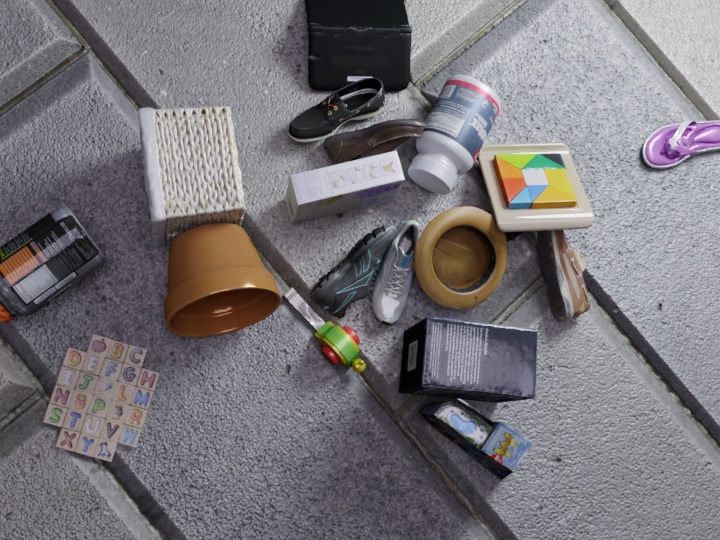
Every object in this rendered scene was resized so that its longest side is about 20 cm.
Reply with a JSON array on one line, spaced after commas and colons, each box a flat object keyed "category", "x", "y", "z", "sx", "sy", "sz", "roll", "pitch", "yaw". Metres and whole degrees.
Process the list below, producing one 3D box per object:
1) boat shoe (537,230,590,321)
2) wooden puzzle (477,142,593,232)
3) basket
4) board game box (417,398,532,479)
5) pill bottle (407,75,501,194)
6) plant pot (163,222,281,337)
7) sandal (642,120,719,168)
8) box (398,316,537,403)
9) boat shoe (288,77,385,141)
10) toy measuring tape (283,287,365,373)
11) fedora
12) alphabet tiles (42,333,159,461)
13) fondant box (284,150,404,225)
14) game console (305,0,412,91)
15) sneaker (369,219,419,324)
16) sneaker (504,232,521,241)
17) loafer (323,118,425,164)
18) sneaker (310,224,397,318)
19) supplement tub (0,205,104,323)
[{"category": "boat shoe", "x": 0.387, "y": -0.008, "z": 1.634, "sx": 0.071, "sy": 0.076, "sz": 0.203, "roll": -11, "pitch": 91, "yaw": -14}, {"category": "wooden puzzle", "x": 0.324, "y": -0.162, "z": 1.599, "sx": 0.182, "sy": 0.037, "sz": 0.202, "roll": -2, "pitch": 54, "yaw": -7}, {"category": "basket", "x": -0.296, "y": -0.164, "z": 1.494, "sx": 0.159, "sy": 0.198, "sz": 0.203, "roll": -9, "pitch": 80, "yaw": -14}, {"category": "board game box", "x": 0.210, "y": 0.285, "z": 1.485, "sx": 0.199, "sy": 0.200, "sz": 0.062, "roll": 38, "pitch": 78, "yaw": -1}, {"category": "pill bottle", "x": 0.172, "y": -0.250, "z": 1.616, "sx": 0.119, "sy": 0.120, "sz": 0.202, "roll": 28, "pitch": 78, "yaw": -3}, {"category": "plant pot", "x": -0.247, "y": 0.011, "z": 1.476, "sx": 0.198, "sy": 0.200, "sz": 0.142, "roll": -13, "pitch": 70, "yaw": -11}, {"category": "sandal", "x": 0.657, "y": -0.265, "z": 1.727, "sx": 0.200, "sy": 0.050, "sz": 0.083, "roll": -19, "pitch": 83, "yaw": -11}, {"category": "box", "x": 0.184, "y": 0.160, "z": 1.505, "sx": 0.196, "sy": 0.200, "sz": 0.125, "roll": 8, "pitch": 78, "yaw": -8}, {"category": "boat shoe", "x": -0.046, "y": -0.304, "z": 1.613, "sx": 0.200, "sy": 0.063, "sz": 0.074, "roll": -24, "pitch": 60, "yaw": -13}, {"category": "toy measuring tape", "x": -0.061, "y": 0.106, "z": 1.543, "sx": 0.073, "sy": 0.074, "sz": 0.200, "roll": -42, "pitch": 89, "yaw": -13}, {"category": "fedora", "x": 0.174, "y": -0.028, "z": 1.581, "sx": 0.198, "sy": 0.082, "sz": 0.203, "roll": -7, "pitch": 107, "yaw": -23}, {"category": "alphabet tiles", "x": -0.449, "y": 0.220, "z": 1.497, "sx": 0.164, "sy": 0.006, "sz": 0.202, "roll": 17, "pitch": 78, "yaw": -5}, {"category": "fondant box", "x": -0.032, "y": -0.147, "z": 1.554, "sx": 0.198, "sy": 0.144, "sz": 0.059, "roll": -16, "pitch": 82, "yaw": -11}, {"category": "game console", "x": -0.007, "y": -0.446, "z": 1.676, "sx": 0.197, "sy": 0.117, "sz": 0.178, "roll": -2, "pitch": 110, "yaw": -8}, {"category": "sneaker", "x": 0.067, "y": -0.002, "z": 1.574, "sx": 0.074, "sy": 0.087, "sz": 0.203, "roll": 13, "pitch": 80, "yaw": -7}, {"category": "sneaker", "x": 0.303, "y": -0.126, "z": 1.646, "sx": 0.199, "sy": 0.076, "sz": 0.091, "roll": -36, "pitch": 78, "yaw": -20}, {"category": "loafer", "x": 0.031, "y": -0.234, "z": 1.598, "sx": 0.198, "sy": 0.073, "sz": 0.072, "roll": -11, "pitch": 96, "yaw": 23}, {"category": "sneaker", "x": 0.000, "y": 0.000, "z": 1.568, "sx": 0.200, "sy": 0.075, "sz": 0.079, "roll": -44, "pitch": 100, "yaw": 5}, {"category": "supplement tub", "x": -0.548, "y": -0.008, "z": 1.463, "sx": 0.199, "sy": 0.123, "sz": 0.123, "roll": -37, "pitch": 87, "yaw": -12}]
